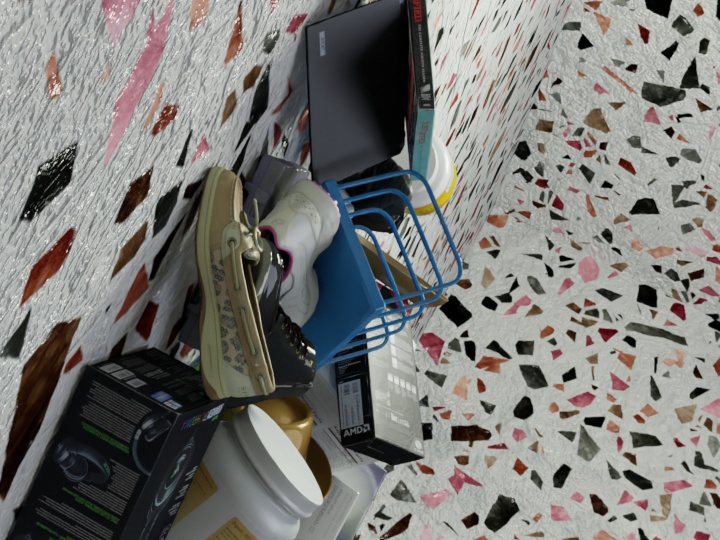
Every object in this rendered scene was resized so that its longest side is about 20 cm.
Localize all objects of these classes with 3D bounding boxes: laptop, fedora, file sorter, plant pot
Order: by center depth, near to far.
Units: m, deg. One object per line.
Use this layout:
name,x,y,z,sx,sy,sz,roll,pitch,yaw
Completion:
laptop,-0.005,-0.210,1.474,0.201,0.102,0.179,-96,-176,-56
file sorter,0.000,0.000,1.510,0.121,0.140,0.200,-15,165,-29
fedora,-0.109,0.180,1.587,0.083,0.199,0.201,-69,170,22
plant pot,0.019,-0.010,1.775,0.028,0.199,0.200,-54,172,3

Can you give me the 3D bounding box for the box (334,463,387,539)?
box,-0.105,0.291,1.826,0.200,0.199,0.123,-61,-170,-24

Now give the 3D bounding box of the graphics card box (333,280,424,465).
graphics card box,0.019,0.116,1.685,0.125,0.050,0.203,30,48,-56

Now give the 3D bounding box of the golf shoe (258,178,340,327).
golf shoe,-0.083,0.000,1.430,0.091,0.075,0.201,-37,153,-40

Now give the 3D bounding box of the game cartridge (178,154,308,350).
game cartridge,-0.118,-0.019,1.456,0.202,0.038,0.130,-64,168,4

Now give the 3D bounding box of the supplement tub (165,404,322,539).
supplement tub,-0.150,0.241,1.433,0.199,0.145,0.144,-38,173,5

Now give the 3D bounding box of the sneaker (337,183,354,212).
sneaker,-0.078,-0.011,1.663,0.091,0.077,0.202,-29,145,-47

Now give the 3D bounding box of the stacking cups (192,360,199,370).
stacking cups,-0.157,0.112,1.560,0.200,0.060,0.061,-57,171,-67

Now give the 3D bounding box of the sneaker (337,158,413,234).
sneaker,0.023,-0.084,1.700,0.077,0.090,0.200,-60,-160,-8

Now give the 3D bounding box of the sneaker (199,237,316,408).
sneaker,-0.084,0.046,1.379,0.105,0.075,0.201,-3,135,-27

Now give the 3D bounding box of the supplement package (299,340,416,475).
supplement package,-0.031,0.120,1.769,0.110,0.156,0.201,-21,-149,29

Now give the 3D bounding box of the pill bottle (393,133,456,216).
pill bottle,0.074,-0.140,2.023,0.112,0.110,0.200,-63,172,1

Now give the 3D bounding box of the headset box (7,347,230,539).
headset box,-0.211,0.182,1.265,0.202,0.092,0.174,-64,171,6

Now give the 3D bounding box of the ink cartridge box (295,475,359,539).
ink cartridge box,-0.123,0.275,1.701,0.146,0.199,0.085,-58,180,-31

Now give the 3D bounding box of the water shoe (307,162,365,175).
water shoe,-0.008,-0.150,1.626,0.200,0.071,0.080,-25,138,-62

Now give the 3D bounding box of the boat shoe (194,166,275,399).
boat shoe,-0.107,0.010,1.265,0.073,0.062,0.203,18,70,-82

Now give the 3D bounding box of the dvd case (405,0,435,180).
dvd case,0.056,-0.214,1.474,0.146,0.022,0.203,92,-6,-66
